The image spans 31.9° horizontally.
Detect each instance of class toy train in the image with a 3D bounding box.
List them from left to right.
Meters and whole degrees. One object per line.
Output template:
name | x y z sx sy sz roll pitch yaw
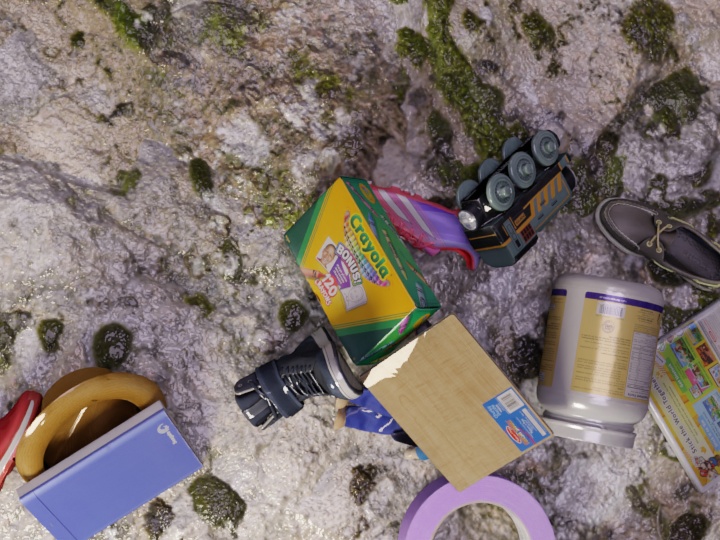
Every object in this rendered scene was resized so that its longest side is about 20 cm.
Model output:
toy train | 0.202 -0.095 1.605 0.200 0.085 0.115 -43 111 -33

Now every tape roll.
tape roll | 0.148 0.360 1.611 0.196 0.066 0.204 0 87 -6

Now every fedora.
fedora | -0.337 0.183 1.543 0.199 0.202 0.082 -32 50 -6

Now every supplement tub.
supplement tub | 0.300 0.114 1.596 0.143 0.145 0.203 10 87 -5

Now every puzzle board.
puzzle board | 0.116 0.160 1.519 0.150 0.017 0.200 -35 105 24

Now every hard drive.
hard drive | -0.303 0.254 1.546 0.198 0.133 0.025 -32 48 -6

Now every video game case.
video game case | 0.473 0.160 1.674 0.181 0.023 0.202 -32 92 -6

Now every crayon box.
crayon box | 0.000 0.000 1.552 0.119 0.058 0.202 -43 65 28

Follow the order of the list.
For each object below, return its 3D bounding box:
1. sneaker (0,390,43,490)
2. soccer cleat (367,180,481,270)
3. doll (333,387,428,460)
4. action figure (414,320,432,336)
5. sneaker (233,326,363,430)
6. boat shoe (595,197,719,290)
sneaker | -0.480 0.219 1.546 0.114 0.078 0.202 30 84 -5
soccer cleat | 0.071 -0.060 1.620 0.197 0.067 0.078 15 85 -9
doll | 0.066 0.195 1.587 0.197 0.138 0.049 14 43 7
action figure | 0.092 0.097 1.589 0.069 0.130 0.201 -35 77 -1
sneaker | -0.078 0.145 1.530 0.145 0.202 0.078 -32 100 -4
boat shoe | 0.404 -0.038 1.654 0.200 0.060 0.073 29 85 -4
